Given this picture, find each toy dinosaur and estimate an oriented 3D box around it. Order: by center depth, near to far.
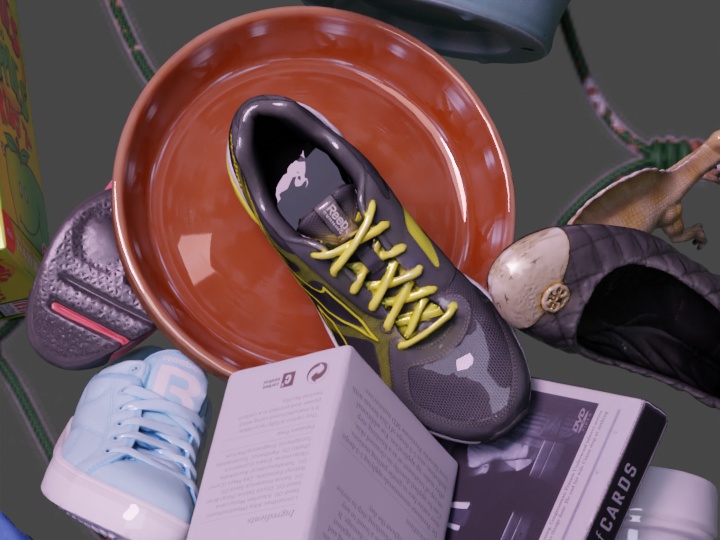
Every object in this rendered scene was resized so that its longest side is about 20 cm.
[{"bbox_3d":[0.119,-0.016,1.126,0.200,0.101,0.058,-35,69,-1],"label":"toy dinosaur"}]

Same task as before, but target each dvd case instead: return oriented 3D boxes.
[{"bbox_3d":[0.039,0.116,1.076,0.199,0.025,0.151,9,69,49],"label":"dvd case"}]

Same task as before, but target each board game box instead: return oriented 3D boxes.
[{"bbox_3d":[-0.206,-0.084,1.196,0.047,0.102,0.201,-12,71,5],"label":"board game box"}]

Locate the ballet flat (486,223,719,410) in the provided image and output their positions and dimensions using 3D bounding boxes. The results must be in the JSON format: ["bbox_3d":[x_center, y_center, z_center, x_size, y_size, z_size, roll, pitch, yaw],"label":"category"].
[{"bbox_3d":[0.145,0.026,1.075,0.067,0.199,0.057,-59,33,20],"label":"ballet flat"}]

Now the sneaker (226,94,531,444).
[{"bbox_3d":[0.000,0.000,1.048,0.074,0.085,0.200,-43,79,1],"label":"sneaker"}]

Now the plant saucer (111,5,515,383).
[{"bbox_3d":[-0.023,-0.032,1.122,0.199,0.032,0.201,3,74,-10],"label":"plant saucer"}]

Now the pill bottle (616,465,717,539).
[{"bbox_3d":[0.119,0.195,1.052,0.111,0.112,0.201,3,72,9],"label":"pill bottle"}]

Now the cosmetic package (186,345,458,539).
[{"bbox_3d":[-0.024,0.145,0.996,0.071,0.101,0.201,-14,44,31],"label":"cosmetic package"}]

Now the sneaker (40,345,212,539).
[{"bbox_3d":[-0.104,0.076,1.078,0.074,0.200,0.082,25,94,-17],"label":"sneaker"}]

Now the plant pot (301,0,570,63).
[{"bbox_3d":[0.052,-0.211,1.162,0.199,0.200,0.189,12,86,12],"label":"plant pot"}]

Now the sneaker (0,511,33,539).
[{"bbox_3d":[-0.127,0.155,1.031,0.111,0.077,0.200,-24,72,-26],"label":"sneaker"}]

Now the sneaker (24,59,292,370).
[{"bbox_3d":[-0.099,-0.026,1.169,0.074,0.087,0.201,33,71,2],"label":"sneaker"}]
